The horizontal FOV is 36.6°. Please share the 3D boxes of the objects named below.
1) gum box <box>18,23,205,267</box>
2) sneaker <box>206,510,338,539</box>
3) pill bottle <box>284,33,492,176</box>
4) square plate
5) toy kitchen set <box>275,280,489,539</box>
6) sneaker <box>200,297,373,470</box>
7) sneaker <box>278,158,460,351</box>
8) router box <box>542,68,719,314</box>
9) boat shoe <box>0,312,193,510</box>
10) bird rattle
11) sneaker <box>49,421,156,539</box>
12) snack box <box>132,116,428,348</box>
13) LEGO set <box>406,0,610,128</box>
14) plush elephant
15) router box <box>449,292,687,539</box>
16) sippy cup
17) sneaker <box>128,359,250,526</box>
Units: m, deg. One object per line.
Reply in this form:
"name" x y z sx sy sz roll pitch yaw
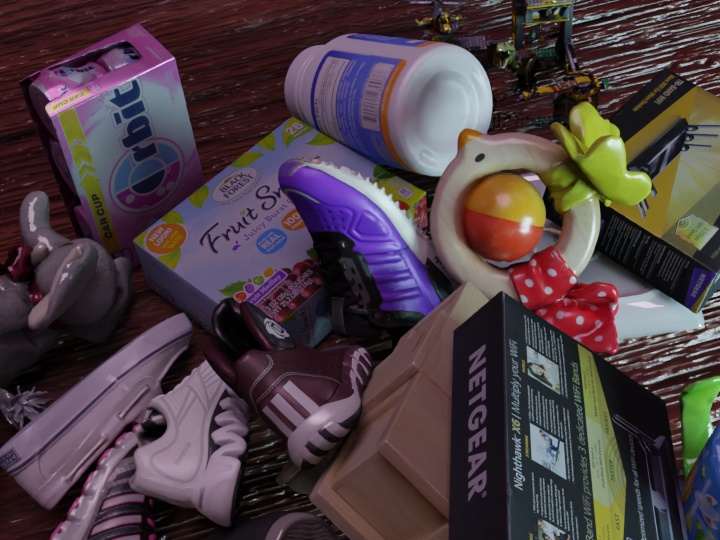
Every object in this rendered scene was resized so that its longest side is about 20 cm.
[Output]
"gum box" -0.205 -0.102 0.937 0.113 0.201 0.066 -32 52 -22
"sneaker" -0.070 0.259 0.706 0.106 0.074 0.203 -15 58 54
"pill bottle" 0.016 -0.156 0.991 0.112 0.113 0.199 -36 31 -23
"square plate" 0.173 -0.022 0.937 0.195 0.029 0.202 -8 49 1
"toy kitchen set" 0.056 0.156 0.772 0.180 0.163 0.200 44 35 -6
"sneaker" -0.053 0.058 0.767 0.115 0.200 0.076 44 92 -5
"sneaker" 0.000 0.000 0.844 0.069 0.200 0.100 8 62 56
"router box" 0.270 -0.075 0.924 0.156 0.053 0.200 35 53 21
"boat shoe" -0.189 0.106 0.844 0.066 0.072 0.200 53 39 -6
"bird rattle" 0.133 -0.029 0.832 0.161 0.203 0.113 15 21 8
"sneaker" -0.166 0.194 0.765 0.087 0.074 0.201 25 42 2
"snack box" -0.066 -0.026 0.943 0.168 0.068 0.200 33 58 30
"LEGO set" 0.139 -0.217 1.049 0.197 0.117 0.155 0 49 8
"plush elephant" -0.269 0.013 0.879 0.155 0.165 0.200 -41 84 -11
"router box" 0.129 0.132 0.671 0.156 0.052 0.201 33 37 -21
"sippy cup" 0.265 0.155 0.703 0.177 0.131 0.140 28 57 28
"sneaker" -0.118 0.103 0.793 0.080 0.076 0.200 8 21 -4
